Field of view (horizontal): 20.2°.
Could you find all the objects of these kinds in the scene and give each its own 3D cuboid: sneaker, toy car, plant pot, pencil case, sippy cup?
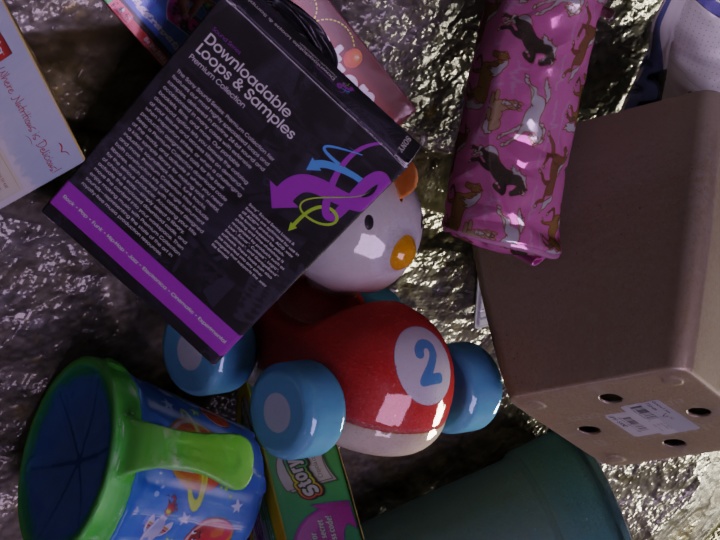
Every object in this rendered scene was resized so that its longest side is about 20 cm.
[{"bbox_3d":[0.248,-0.136,1.375,0.081,0.115,0.200,-59,169,-49],"label":"sneaker"},{"bbox_3d":[0.000,0.000,1.309,0.184,0.177,0.201,-5,117,-45],"label":"toy car"},{"bbox_3d":[0.099,0.243,1.575,0.195,0.201,0.201,-18,135,-11],"label":"plant pot"},{"bbox_3d":[0.107,-0.107,1.286,0.086,0.083,0.201,13,93,-8],"label":"pencil case"},{"bbox_3d":[0.193,0.021,1.363,0.199,0.178,0.199,-12,148,36],"label":"plant pot"},{"bbox_3d":[-0.138,0.136,1.329,0.130,0.178,0.140,18,104,-32],"label":"sippy cup"}]

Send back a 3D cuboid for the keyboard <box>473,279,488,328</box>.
[{"bbox_3d":[0.112,-0.038,1.457,0.056,0.011,0.201,-18,135,-21],"label":"keyboard"}]

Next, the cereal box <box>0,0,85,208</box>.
[{"bbox_3d":[-0.270,-0.070,1.141,0.199,0.040,0.144,-31,138,-9],"label":"cereal box"}]

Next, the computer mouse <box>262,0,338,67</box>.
[{"bbox_3d":[-0.067,-0.190,1.147,0.058,0.034,0.201,-17,125,17],"label":"computer mouse"}]

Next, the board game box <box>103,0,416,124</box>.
[{"bbox_3d":[-0.059,-0.132,1.214,0.103,0.019,0.200,-41,125,2],"label":"board game box"}]

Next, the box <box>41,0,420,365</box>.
[{"bbox_3d":[-0.078,-0.054,1.192,0.143,0.036,0.200,42,124,-5],"label":"box"}]

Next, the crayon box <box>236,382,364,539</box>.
[{"bbox_3d":[-0.043,0.185,1.401,0.058,0.201,0.173,-5,131,-12],"label":"crayon box"}]
